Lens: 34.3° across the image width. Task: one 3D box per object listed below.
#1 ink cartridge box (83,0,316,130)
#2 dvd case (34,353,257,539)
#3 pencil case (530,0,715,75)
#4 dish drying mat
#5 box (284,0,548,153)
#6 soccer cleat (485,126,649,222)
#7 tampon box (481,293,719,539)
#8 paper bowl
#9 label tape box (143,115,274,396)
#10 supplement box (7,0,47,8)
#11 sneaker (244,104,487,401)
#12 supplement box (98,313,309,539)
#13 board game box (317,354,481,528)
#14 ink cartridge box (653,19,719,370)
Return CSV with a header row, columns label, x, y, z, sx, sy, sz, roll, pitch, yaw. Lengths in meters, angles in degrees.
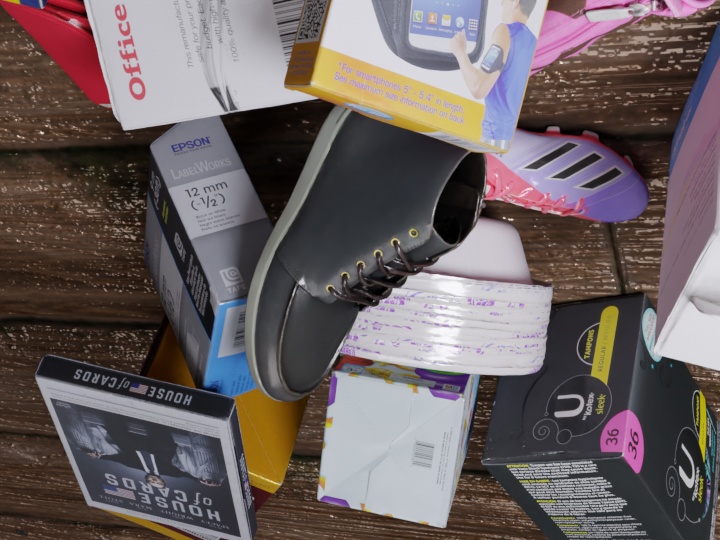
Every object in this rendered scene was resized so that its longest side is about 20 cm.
label,x,y,z,sx,sy,sz,roll,pitch,yaw
ink cartridge box,-0.057,-0.171,0.664,0.197,0.084,0.147,-4,105,28
dvd case,-0.158,0.143,0.898,0.148,0.025,0.202,11,142,9
pencil case,0.105,-0.147,0.672,0.090,0.095,0.199,27,147,-31
dish drying mat,-0.181,-0.142,0.790,0.076,0.018,0.200,19,173,8
box,0.044,-0.171,0.578,0.117,0.204,0.041,14,-177,-27
soccer cleat,0.104,-0.068,0.797,0.197,0.077,0.067,24,145,-10
tampon box,0.209,0.143,0.978,0.125,0.152,0.200,-9,138,33
paper bowl,0.043,0.007,0.857,0.197,0.106,0.201,7,-175,-1
label tape box,-0.118,-0.027,0.847,0.065,0.202,0.144,-18,153,-23
supplement box,-0.263,-0.248,0.675,0.197,0.110,0.110,15,145,4
sneaker,0.000,0.000,0.716,0.105,0.203,0.074,26,-169,38
supplement box,-0.132,0.113,1.038,0.131,0.199,0.200,24,144,-10
board game box,0.039,0.110,0.946,0.101,0.200,0.107,10,103,9
ink cartridge box,0.251,-0.029,0.679,0.126,0.202,0.126,13,146,4
